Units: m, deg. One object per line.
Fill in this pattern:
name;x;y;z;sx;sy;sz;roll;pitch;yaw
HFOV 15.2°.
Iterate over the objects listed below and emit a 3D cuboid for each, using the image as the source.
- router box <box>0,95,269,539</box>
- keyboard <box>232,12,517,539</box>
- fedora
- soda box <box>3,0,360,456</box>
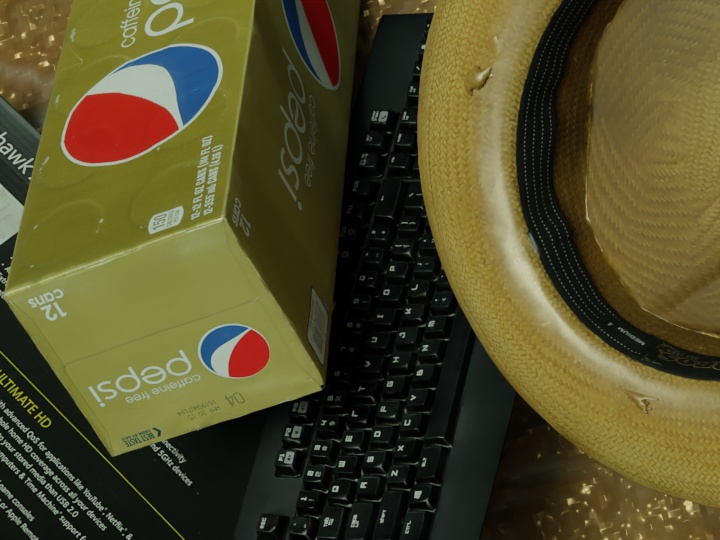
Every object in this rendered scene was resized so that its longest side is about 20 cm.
router box;-0.108;0.053;0.812;0.149;0.051;0.200;-38;67;-21
keyboard;0.000;0.000;0.772;0.103;0.040;0.201;-3;54;27
fedora;0.114;-0.037;0.689;0.199;0.082;0.202;5;101;29
soda box;-0.046;-0.044;0.771;0.067;0.064;0.201;-18;35;18
